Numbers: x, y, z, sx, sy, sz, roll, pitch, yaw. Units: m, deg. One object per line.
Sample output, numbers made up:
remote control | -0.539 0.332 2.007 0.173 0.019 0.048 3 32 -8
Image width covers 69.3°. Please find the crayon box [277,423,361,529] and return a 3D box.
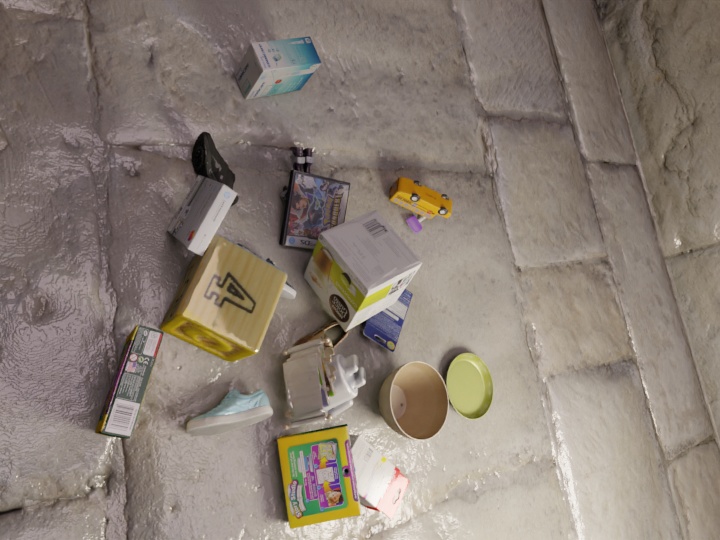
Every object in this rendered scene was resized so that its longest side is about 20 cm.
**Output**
crayon box | -0.098 0.486 1.239 0.169 0.058 0.204 -10 80 -2

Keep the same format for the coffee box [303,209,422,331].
coffee box | 0.000 0.000 1.378 0.198 0.199 0.200 -26 68 -36

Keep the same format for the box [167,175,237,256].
box | -0.362 -0.130 1.176 0.041 0.199 0.158 31 86 -34

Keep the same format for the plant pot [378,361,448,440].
plant pot | 0.123 0.358 1.424 0.198 0.134 0.204 10 71 -31

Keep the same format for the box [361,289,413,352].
box | 0.076 0.127 1.523 0.120 0.032 0.202 34 59 -21

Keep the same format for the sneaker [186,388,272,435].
sneaker | -0.306 0.322 1.200 0.197 0.074 0.083 -4 55 -34

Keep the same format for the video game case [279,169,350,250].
video game case | -0.123 -0.158 1.434 0.178 0.025 0.204 7 95 -32

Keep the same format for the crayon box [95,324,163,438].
crayon box | -0.463 0.226 1.040 0.058 0.172 0.203 20 66 -23

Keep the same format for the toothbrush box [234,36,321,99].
toothbrush box | -0.232 -0.566 1.455 0.198 0.146 0.086 -24 89 -37

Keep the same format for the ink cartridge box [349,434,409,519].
ink cartridge box | 0.022 0.533 1.345 0.200 0.067 0.117 45 57 -14

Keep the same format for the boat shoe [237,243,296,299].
boat shoe | -0.243 0.001 1.330 0.198 0.072 0.069 32 62 -14

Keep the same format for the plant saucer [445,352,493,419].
plant saucer | 0.336 0.362 1.628 0.197 0.031 0.204 11 70 -30

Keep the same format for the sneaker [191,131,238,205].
sneaker | -0.368 -0.252 1.327 0.090 0.075 0.204 -12 90 -45

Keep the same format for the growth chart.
growth chart | -0.122 0.266 1.237 0.018 0.142 0.204 43 40 -67

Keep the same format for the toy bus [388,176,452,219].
toy bus | 0.195 -0.225 1.662 0.197 0.078 0.066 22 56 -18

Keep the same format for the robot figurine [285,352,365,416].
robot figurine | -0.084 0.284 1.291 0.198 0.113 0.171 -26 103 8

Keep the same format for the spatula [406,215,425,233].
spatula | 0.218 -0.182 1.717 0.199 0.020 0.057 -37 93 -36

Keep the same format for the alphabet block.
alphabet block | -0.311 0.070 1.186 0.195 0.195 0.203 29 62 -21

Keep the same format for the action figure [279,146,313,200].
action figure | -0.160 -0.239 1.456 0.129 0.069 0.204 -2 91 -41

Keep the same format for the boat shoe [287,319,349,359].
boat shoe | -0.104 0.188 1.360 0.199 0.074 0.076 -39 98 -35
